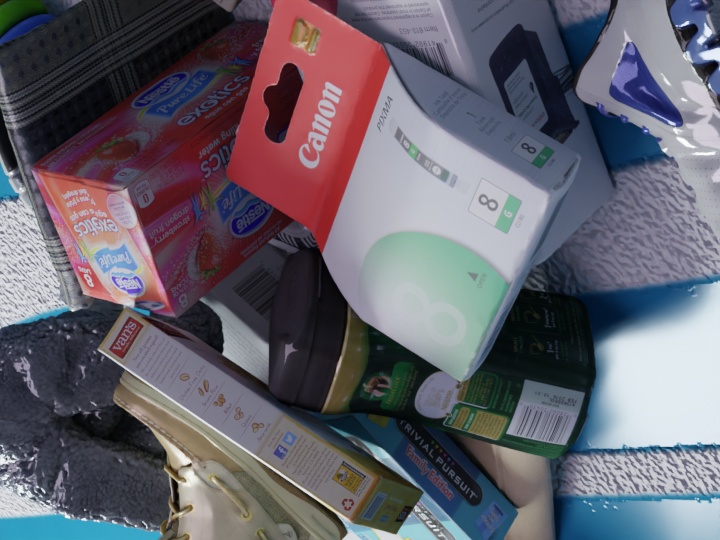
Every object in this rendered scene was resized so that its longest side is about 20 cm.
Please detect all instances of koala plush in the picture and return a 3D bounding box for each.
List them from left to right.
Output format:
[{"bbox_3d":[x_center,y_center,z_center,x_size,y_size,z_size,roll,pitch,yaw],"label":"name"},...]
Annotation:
[{"bbox_3d":[-0.204,0.085,1.423,0.200,0.183,0.178,-125,40,-75],"label":"koala plush"}]

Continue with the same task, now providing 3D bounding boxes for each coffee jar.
[{"bbox_3d":[0.041,0.050,1.188,0.200,0.104,0.085,12,128,-9],"label":"coffee jar"}]

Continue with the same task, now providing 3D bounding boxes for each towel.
[{"bbox_3d":[-0.151,-0.102,1.265,0.035,0.200,0.193,12,128,41],"label":"towel"}]

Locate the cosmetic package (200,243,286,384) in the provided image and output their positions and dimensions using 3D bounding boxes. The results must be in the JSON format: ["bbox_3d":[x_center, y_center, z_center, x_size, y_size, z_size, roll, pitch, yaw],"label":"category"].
[{"bbox_3d":[-0.089,0.069,1.471,0.101,0.071,0.200,42,145,10],"label":"cosmetic package"}]

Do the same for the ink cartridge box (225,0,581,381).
[{"bbox_3d":[0.010,-0.048,1.092,0.200,0.050,0.161,30,135,9],"label":"ink cartridge box"}]

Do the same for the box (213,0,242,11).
[{"bbox_3d":[-0.074,-0.233,1.093,0.095,0.078,0.200,39,164,-4],"label":"box"}]

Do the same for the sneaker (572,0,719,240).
[{"bbox_3d":[0.182,-0.086,1.010,0.115,0.081,0.200,2,117,53],"label":"sneaker"}]

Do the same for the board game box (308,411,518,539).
[{"bbox_3d":[-0.005,0.150,1.372,0.151,0.047,0.200,47,146,-19],"label":"board game box"}]

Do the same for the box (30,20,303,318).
[{"bbox_3d":[-0.099,-0.070,1.232,0.095,0.200,0.103,12,132,41],"label":"box"}]

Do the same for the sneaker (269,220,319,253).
[{"bbox_3d":[0.000,0.000,1.296,0.200,0.075,0.115,12,129,40],"label":"sneaker"}]

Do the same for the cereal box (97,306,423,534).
[{"bbox_3d":[-0.061,0.098,1.222,0.200,0.040,0.144,33,179,15],"label":"cereal box"}]

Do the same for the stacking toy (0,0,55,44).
[{"bbox_3d":[-0.266,-0.184,1.439,0.200,0.085,0.085,49,147,14],"label":"stacking toy"}]

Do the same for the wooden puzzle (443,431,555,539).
[{"bbox_3d":[0.051,0.120,1.368,0.200,0.037,0.185,25,151,24],"label":"wooden puzzle"}]

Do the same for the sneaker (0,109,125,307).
[{"bbox_3d":[-0.242,-0.042,1.543,0.200,0.075,0.115,52,149,-4],"label":"sneaker"}]

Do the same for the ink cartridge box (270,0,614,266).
[{"bbox_3d":[0.046,-0.110,1.128,0.145,0.084,0.200,5,126,47],"label":"ink cartridge box"}]

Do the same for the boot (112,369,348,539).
[{"bbox_3d":[-0.127,0.176,1.315,0.200,0.155,0.073,42,180,-24],"label":"boot"}]
